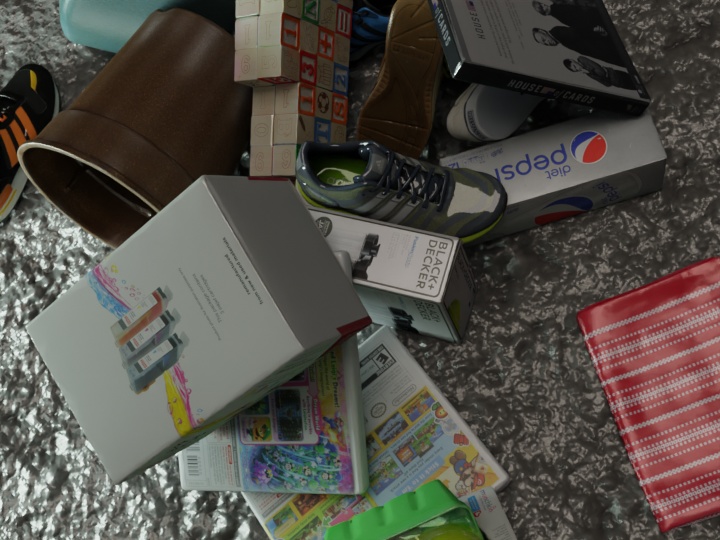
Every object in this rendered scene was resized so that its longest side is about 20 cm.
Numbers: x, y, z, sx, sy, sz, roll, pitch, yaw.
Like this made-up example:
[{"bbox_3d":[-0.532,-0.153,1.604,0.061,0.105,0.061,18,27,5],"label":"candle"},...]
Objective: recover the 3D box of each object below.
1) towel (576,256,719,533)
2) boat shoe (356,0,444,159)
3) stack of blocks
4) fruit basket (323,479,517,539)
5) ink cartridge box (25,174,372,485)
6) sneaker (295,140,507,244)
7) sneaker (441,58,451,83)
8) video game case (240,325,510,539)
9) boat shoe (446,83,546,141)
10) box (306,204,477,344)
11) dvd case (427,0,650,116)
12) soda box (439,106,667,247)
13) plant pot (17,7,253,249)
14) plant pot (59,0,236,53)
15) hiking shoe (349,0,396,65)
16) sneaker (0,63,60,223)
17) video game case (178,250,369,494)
[{"bbox_3d":[0.280,0.099,0.772,0.142,0.023,0.203,-20,65,7],"label":"towel"},{"bbox_3d":[0.048,-0.180,0.878,0.071,0.202,0.072,20,41,10],"label":"boat shoe"},{"bbox_3d":[-0.065,-0.191,0.890,0.058,0.114,0.205,4,92,33],"label":"stack of blocks"},{"bbox_3d":[0.044,0.257,0.671,0.182,0.095,0.201,-24,31,0],"label":"fruit basket"},{"bbox_3d":[-0.123,0.042,0.720,0.199,0.145,0.146,-35,83,20],"label":"ink cartridge box"},{"bbox_3d":[0.030,-0.071,0.803,0.196,0.081,0.075,6,74,10],"label":"sneaker"},{"bbox_3d":[0.109,-0.236,0.912,0.200,0.074,0.085,-43,56,8],"label":"sneaker"},{"bbox_3d":[0.002,0.179,0.815,0.199,0.023,0.183,-39,64,-4],"label":"video game case"},{"bbox_3d":[0.159,-0.189,0.895,0.200,0.071,0.069,-43,20,-23],"label":"boat shoe"},{"bbox_3d":[0.000,0.000,0.836,0.196,0.117,0.061,13,72,19],"label":"box"},{"bbox_3d":[0.150,-0.212,0.806,0.196,0.025,0.153,5,54,-25],"label":"dvd case"},{"bbox_3d":[0.177,-0.089,0.853,0.196,0.064,0.069,-17,65,8],"label":"soda box"},{"bbox_3d":[-0.197,-0.135,0.913,0.197,0.201,0.200,21,67,22],"label":"plant pot"},{"bbox_3d":[-0.232,-0.336,0.983,0.199,0.193,0.200,-36,56,47],"label":"plant pot"},{"bbox_3d":[-0.004,-0.268,0.963,0.196,0.087,0.076,-13,64,9],"label":"hiking shoe"},{"bbox_3d":[-0.402,-0.155,1.023,0.069,0.090,0.204,10,71,18],"label":"sneaker"},{"bbox_3d":[-0.085,0.091,0.799,0.178,0.024,0.205,-4,92,22],"label":"video game case"}]
